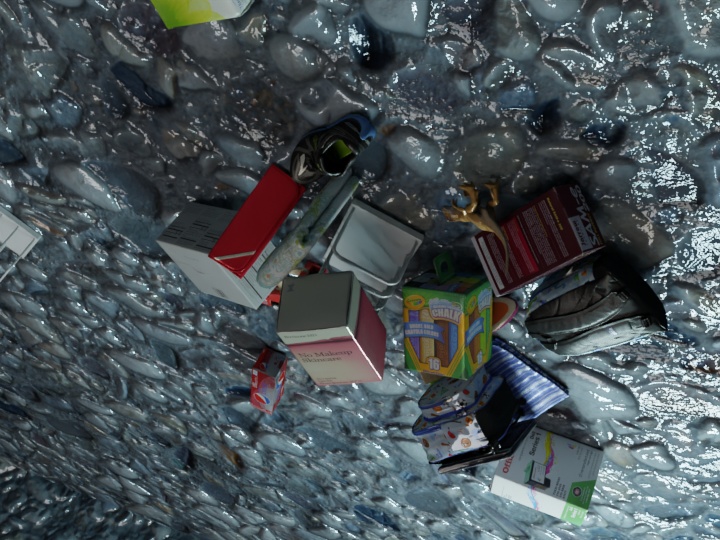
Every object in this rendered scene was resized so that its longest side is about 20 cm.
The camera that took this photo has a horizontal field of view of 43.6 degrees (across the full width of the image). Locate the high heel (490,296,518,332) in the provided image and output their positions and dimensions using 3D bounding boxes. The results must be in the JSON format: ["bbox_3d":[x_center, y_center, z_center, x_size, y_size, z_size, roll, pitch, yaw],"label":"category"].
[{"bbox_3d":[0.226,0.095,1.673,0.200,0.067,0.096,-27,163,38],"label":"high heel"}]

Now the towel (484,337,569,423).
[{"bbox_3d":[0.290,0.223,1.767,0.200,0.024,0.145,36,129,-11],"label":"towel"}]

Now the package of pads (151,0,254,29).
[{"bbox_3d":[-0.251,-0.443,1.261,0.154,0.068,0.200,3,140,34],"label":"package of pads"}]

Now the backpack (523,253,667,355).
[{"bbox_3d":[0.361,0.060,1.450,0.163,0.154,0.200,39,123,-20],"label":"backpack"}]

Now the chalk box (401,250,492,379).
[{"bbox_3d":[0.154,0.069,1.570,0.124,0.125,0.200,8,110,30],"label":"chalk box"}]

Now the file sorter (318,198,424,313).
[{"bbox_3d":[0.000,0.000,1.606,0.139,0.125,0.200,28,145,-2],"label":"file sorter"}]

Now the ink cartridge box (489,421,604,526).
[{"bbox_3d":[0.388,0.420,1.880,0.200,0.145,0.084,18,144,15],"label":"ink cartridge box"}]

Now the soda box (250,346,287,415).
[{"bbox_3d":[-0.222,0.267,2.166,0.063,0.070,0.200,23,145,6],"label":"soda box"}]

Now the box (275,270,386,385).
[{"bbox_3d":[-0.045,0.102,1.524,0.128,0.109,0.200,-7,146,18],"label":"box"}]

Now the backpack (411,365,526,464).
[{"bbox_3d":[0.190,0.279,1.713,0.190,0.200,0.154,-36,85,30],"label":"backpack"}]

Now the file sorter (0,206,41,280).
[{"bbox_3d":[-0.891,-0.077,2.130,0.200,0.125,0.139,39,145,-17],"label":"file sorter"}]

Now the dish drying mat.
[{"bbox_3d":[-0.182,-0.086,1.591,0.077,0.200,0.018,35,-178,-11],"label":"dish drying mat"}]

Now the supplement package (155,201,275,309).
[{"bbox_3d":[-0.263,-0.031,1.727,0.200,0.111,0.156,14,148,47],"label":"supplement package"}]

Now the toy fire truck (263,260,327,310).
[{"bbox_3d":[-0.162,0.025,1.828,0.200,0.049,0.141,17,144,16],"label":"toy fire truck"}]

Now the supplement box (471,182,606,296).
[{"bbox_3d":[0.270,-0.045,1.388,0.200,0.061,0.109,-33,77,53],"label":"supplement box"}]

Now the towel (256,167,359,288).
[{"bbox_3d":[-0.089,-0.071,1.520,0.048,0.200,0.171,37,143,-5],"label":"towel"}]

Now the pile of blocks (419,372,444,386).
[{"bbox_3d":[0.192,0.236,1.839,0.200,0.062,0.082,40,100,-14],"label":"pile of blocks"}]

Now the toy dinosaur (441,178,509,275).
[{"bbox_3d":[0.195,-0.082,1.399,0.200,0.060,0.106,-136,35,-58],"label":"toy dinosaur"}]

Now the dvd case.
[{"bbox_3d":[0.249,0.339,1.743,0.149,0.200,0.016,-20,90,27],"label":"dvd case"}]

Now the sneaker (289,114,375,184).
[{"bbox_3d":[-0.058,-0.186,1.450,0.071,0.083,0.200,43,143,-20],"label":"sneaker"}]
